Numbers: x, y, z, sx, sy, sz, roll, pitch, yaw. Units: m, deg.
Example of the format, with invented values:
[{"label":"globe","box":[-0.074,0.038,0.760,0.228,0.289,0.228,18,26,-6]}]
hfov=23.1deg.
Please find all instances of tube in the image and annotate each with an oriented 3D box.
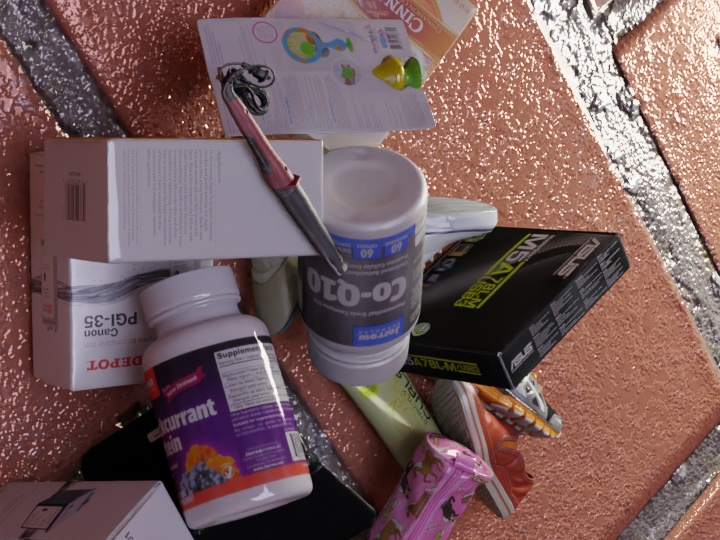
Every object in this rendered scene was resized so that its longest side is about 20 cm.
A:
[{"label":"tube","box":[0.040,0.147,1.742,0.052,0.058,0.201,-27,111,14]}]

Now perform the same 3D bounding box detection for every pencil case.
[{"label":"pencil case","box":[0.049,0.253,1.706,0.082,0.086,0.201,22,102,-44]}]

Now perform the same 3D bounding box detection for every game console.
[{"label":"game console","box":[-0.118,0.195,1.578,0.199,0.116,0.177,-32,75,13]}]

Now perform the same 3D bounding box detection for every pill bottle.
[{"label":"pill bottle","box":[-0.118,0.104,1.464,0.111,0.111,0.202,-11,78,-32]},{"label":"pill bottle","box":[0.000,0.000,1.562,0.113,0.114,0.201,-28,140,-28]}]

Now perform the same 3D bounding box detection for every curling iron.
[{"label":"curling iron","box":[-0.057,-0.080,1.412,0.049,0.025,0.201,-37,113,-24]}]

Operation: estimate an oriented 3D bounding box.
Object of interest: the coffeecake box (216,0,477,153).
[{"label":"coffeecake box","box":[-0.014,-0.203,1.614,0.153,0.073,0.201,38,74,-7]}]

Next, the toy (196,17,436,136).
[{"label":"toy","box":[-0.042,-0.161,1.532,0.198,0.047,0.116,-6,65,-23]}]

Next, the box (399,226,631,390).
[{"label":"box","box":[0.126,0.030,1.681,0.200,0.192,0.048,-41,117,-32]}]

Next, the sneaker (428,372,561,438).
[{"label":"sneaker","box":[0.143,0.108,1.792,0.200,0.078,0.078,40,63,-33]}]

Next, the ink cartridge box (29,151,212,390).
[{"label":"ink cartridge box","box":[-0.206,-0.003,1.535,0.145,0.082,0.202,-5,98,-34]}]

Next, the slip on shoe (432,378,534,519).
[{"label":"slip on shoe","box":[0.125,0.168,1.773,0.061,0.074,0.201,-40,131,-14]}]

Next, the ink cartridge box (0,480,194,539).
[{"label":"ink cartridge box","box":[-0.226,0.258,1.477,0.086,0.199,0.147,-48,122,-44]}]

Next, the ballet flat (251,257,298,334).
[{"label":"ballet flat","box":[-0.068,-0.042,1.636,0.069,0.069,0.202,31,71,-33]}]

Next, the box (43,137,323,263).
[{"label":"box","box":[-0.144,-0.060,1.444,0.198,0.124,0.099,-2,95,-35]}]

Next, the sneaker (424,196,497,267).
[{"label":"sneaker","box":[0.042,-0.026,1.715,0.198,0.073,0.072,-9,111,-23]}]
